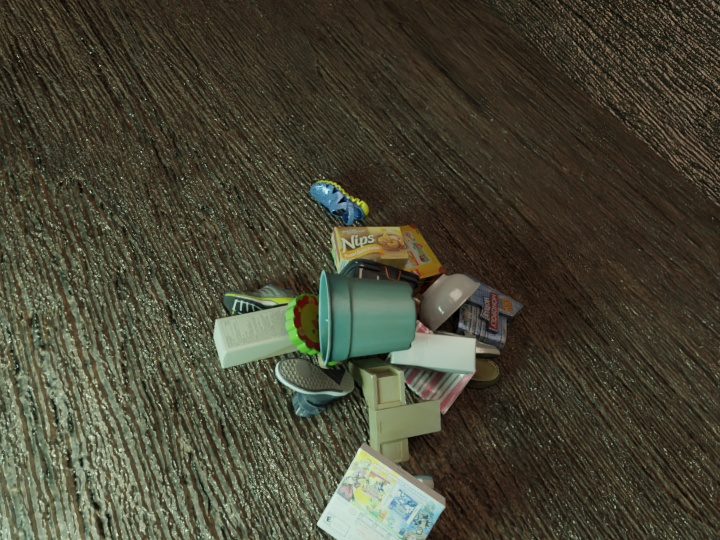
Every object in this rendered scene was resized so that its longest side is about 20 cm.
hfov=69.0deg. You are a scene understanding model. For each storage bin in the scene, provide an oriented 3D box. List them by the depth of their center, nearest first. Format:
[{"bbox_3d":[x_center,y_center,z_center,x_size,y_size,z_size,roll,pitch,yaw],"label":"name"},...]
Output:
[{"bbox_3d":[0.050,0.070,1.315,0.196,0.146,0.137,15,59,-21],"label":"storage bin"}]

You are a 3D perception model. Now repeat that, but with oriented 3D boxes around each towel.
[{"bbox_3d":[0.174,0.242,1.321,0.199,0.030,0.147,39,83,10],"label":"towel"}]

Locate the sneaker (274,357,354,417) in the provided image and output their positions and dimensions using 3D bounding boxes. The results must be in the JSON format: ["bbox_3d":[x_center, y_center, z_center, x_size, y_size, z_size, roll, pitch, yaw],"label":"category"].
[{"bbox_3d":[-0.131,0.262,1.154,0.200,0.145,0.078,24,44,-37],"label":"sneaker"}]

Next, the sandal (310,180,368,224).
[{"bbox_3d":[-0.072,-0.208,1.630,0.197,0.080,0.088,28,51,5],"label":"sandal"}]

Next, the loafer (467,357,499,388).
[{"bbox_3d":[0.282,0.260,1.377,0.195,0.068,0.077,4,52,-15],"label":"loafer"}]

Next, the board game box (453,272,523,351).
[{"bbox_3d":[0.374,0.128,1.527,0.196,0.062,0.203,18,48,-5],"label":"board game box"}]

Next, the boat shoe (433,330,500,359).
[{"bbox_3d":[0.285,0.197,1.423,0.196,0.070,0.073,8,64,-10],"label":"boat shoe"}]

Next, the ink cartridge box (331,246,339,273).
[{"bbox_3d":[0.000,0.000,1.487,0.115,0.068,0.203,-4,53,-22],"label":"ink cartridge box"}]

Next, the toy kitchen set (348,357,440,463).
[{"bbox_3d":[0.078,0.322,1.247,0.159,0.180,0.205,-4,92,-19],"label":"toy kitchen set"}]

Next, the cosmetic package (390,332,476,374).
[{"bbox_3d":[0.173,0.199,1.263,0.195,0.113,0.083,6,76,6],"label":"cosmetic package"}]

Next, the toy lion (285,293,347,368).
[{"bbox_3d":[-0.098,0.127,1.276,0.192,0.068,0.202,49,36,-21],"label":"toy lion"}]

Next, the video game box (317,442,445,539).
[{"bbox_3d":[0.040,0.478,1.040,0.198,0.185,0.047,31,8,8],"label":"video game box"}]

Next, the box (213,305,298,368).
[{"bbox_3d":[-0.243,0.156,1.258,0.196,0.078,0.096,-9,56,-26],"label":"box"}]

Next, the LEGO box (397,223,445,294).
[{"bbox_3d":[0.137,-0.031,1.557,0.146,0.078,0.202,-12,57,-28],"label":"LEGO box"}]

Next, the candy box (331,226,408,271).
[{"bbox_3d":[0.025,-0.062,1.459,0.195,0.056,0.117,-2,52,-15],"label":"candy box"}]

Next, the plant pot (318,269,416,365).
[{"bbox_3d":[0.013,0.101,1.148,0.191,0.202,0.203,0,51,-10],"label":"plant pot"}]

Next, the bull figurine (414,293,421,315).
[{"bbox_3d":[0.108,0.132,1.421,0.119,0.066,0.203,13,47,-7],"label":"bull figurine"}]

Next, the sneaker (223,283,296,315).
[{"bbox_3d":[-0.251,0.075,1.338,0.196,0.075,0.082,8,39,-22],"label":"sneaker"}]

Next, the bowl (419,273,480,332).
[{"bbox_3d":[0.221,0.075,1.411,0.090,0.202,0.200,45,50,8],"label":"bowl"}]

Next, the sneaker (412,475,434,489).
[{"bbox_3d":[0.070,0.506,1.088,0.195,0.080,0.133,-3,60,-11],"label":"sneaker"}]
